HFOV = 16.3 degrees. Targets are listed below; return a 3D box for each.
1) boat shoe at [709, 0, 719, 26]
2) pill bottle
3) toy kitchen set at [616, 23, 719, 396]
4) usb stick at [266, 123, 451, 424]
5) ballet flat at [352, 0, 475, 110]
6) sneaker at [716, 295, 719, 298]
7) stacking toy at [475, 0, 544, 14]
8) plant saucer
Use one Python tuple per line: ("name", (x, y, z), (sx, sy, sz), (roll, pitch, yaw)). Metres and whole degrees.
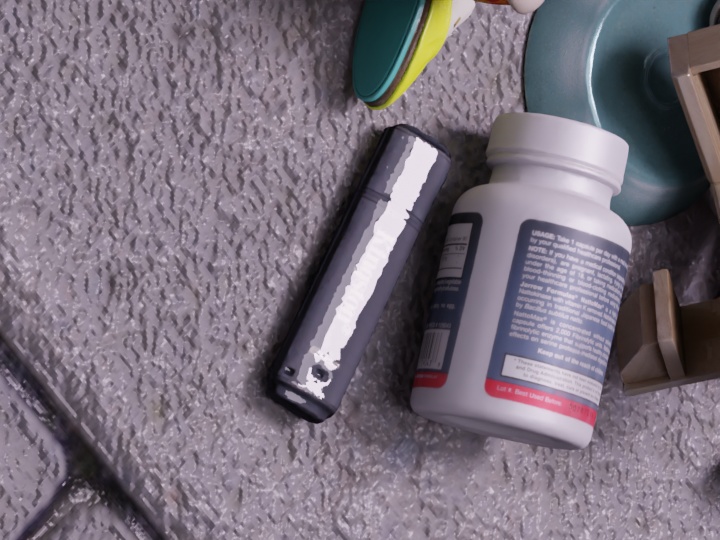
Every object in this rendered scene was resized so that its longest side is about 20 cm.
("boat shoe", (0.325, -0.123, 1.737), (0.200, 0.063, 0.073), (41, 92, -19))
("pill bottle", (0.110, 0.007, 1.617), (0.120, 0.120, 0.200), (18, 81, -34))
("toy kitchen set", (0.227, -0.024, 1.646), (0.200, 0.163, 0.180), (-88, 159, -46))
("usb stick", (0.000, 0.000, 1.593), (0.055, 0.033, 0.200), (35, 72, -31))
("ballet flat", (0.045, -0.195, 1.603), (0.067, 0.067, 0.200), (13, 81, -36))
("sneaker", (0.316, -0.018, 1.780), (0.074, 0.087, 0.200), (23, 78, -33))
("stacking toy", (0.012, -0.217, 1.524), (0.146, 0.200, 0.146), (-6, 90, -74))
("plant saucer", (0.201, -0.131, 1.729), (0.200, 0.036, 0.200), (0, 91, -35))
